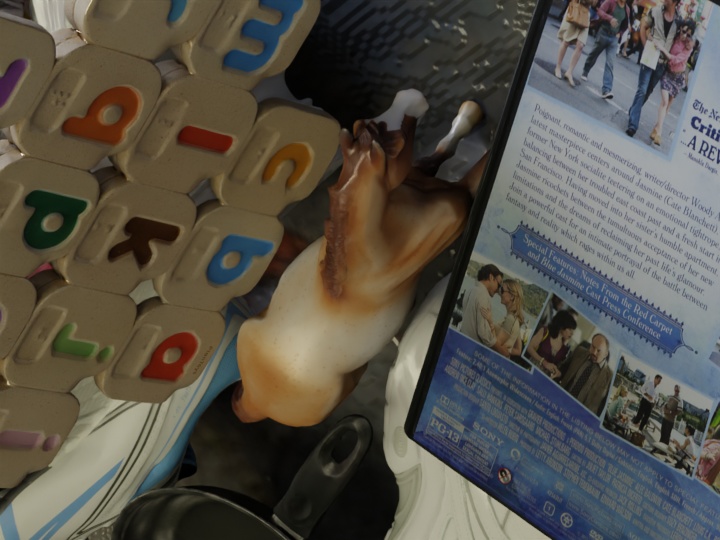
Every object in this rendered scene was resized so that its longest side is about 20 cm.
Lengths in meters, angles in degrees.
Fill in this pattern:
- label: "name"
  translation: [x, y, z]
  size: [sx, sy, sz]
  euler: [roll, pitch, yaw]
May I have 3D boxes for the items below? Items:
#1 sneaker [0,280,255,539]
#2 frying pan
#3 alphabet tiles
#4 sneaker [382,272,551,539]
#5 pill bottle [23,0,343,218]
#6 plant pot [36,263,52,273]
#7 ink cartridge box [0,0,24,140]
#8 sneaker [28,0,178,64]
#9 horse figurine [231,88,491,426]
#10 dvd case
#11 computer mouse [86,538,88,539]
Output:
- label: "sneaker"
  translation: [-0.113, 0.085, 0.954]
  size: [0.072, 0.072, 0.200]
  euler: [39, 102, -25]
- label: "frying pan"
  translation: [-0.045, 0.100, 0.909]
  size: [0.114, 0.031, 0.191]
  euler: [23, 131, 21]
- label: "alphabet tiles"
  translation: [-0.091, -0.016, 0.744]
  size: [0.015, 0.195, 0.201]
  euler: [41, 107, 32]
- label: "sneaker"
  translation: [0.058, 0.101, 0.884]
  size: [0.099, 0.078, 0.201]
  euler: [19, 131, 23]
- label: "pill bottle"
  translation: [-0.098, -0.092, 0.859]
  size: [0.200, 0.112, 0.112]
  euler: [50, 132, 0]
- label: "plant pot"
  translation: [-0.218, -0.015, 0.949]
  size: [0.179, 0.199, 0.201]
  euler: [49, 134, 22]
- label: "ink cartridge box"
  translation: [-0.190, -0.085, 0.773]
  size: [0.143, 0.084, 0.202]
  euler: [10, 98, 27]
- label: "sneaker"
  translation: [-0.045, -0.141, 0.765]
  size: [0.091, 0.076, 0.201]
  euler: [7, 77, 23]
- label: "horse figurine"
  translation: [0.000, 0.000, 0.832]
  size: [0.050, 0.133, 0.200]
  euler: [41, 132, 4]
- label: "dvd case"
  translation: [0.094, 0.004, 0.749]
  size: [0.142, 0.017, 0.201]
  euler: [34, 122, 30]
- label: "computer mouse"
  translation: [-0.160, 0.117, 1.044]
  size: [0.199, 0.109, 0.044]
  euler: [31, 124, 27]
